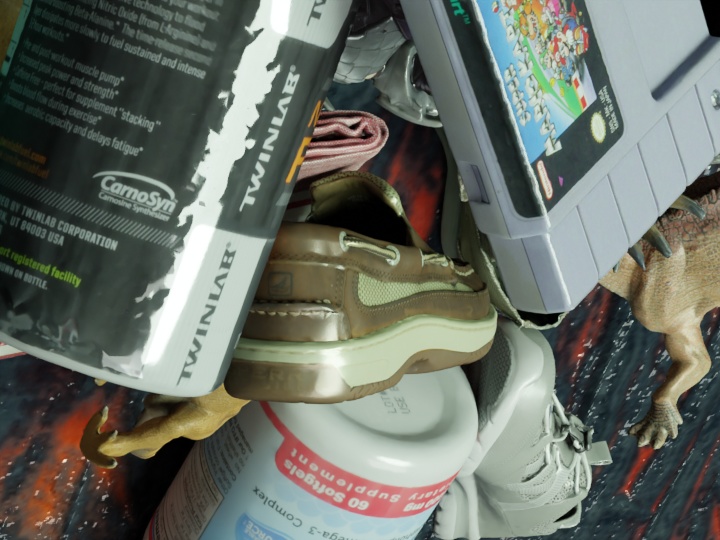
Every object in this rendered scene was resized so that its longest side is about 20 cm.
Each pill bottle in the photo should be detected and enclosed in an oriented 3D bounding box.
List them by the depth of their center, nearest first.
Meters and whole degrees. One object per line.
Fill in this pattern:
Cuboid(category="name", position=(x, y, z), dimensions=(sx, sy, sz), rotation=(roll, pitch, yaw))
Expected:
Cuboid(category="pill bottle", position=(-0.063, -0.067, 0.950), dimensions=(0.106, 0.106, 0.200), rotation=(14, 99, -48))
Cuboid(category="pill bottle", position=(-0.034, 0.115, 1.313), dimensions=(0.109, 0.109, 0.200), rotation=(-2, 136, -38))

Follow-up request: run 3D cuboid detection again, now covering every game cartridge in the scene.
Cuboid(category="game cartridge", position=(0.061, -0.101, 0.933), dimensions=(0.130, 0.038, 0.200), rotation=(-47, 126, -45))

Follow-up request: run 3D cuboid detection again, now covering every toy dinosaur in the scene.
Cuboid(category="toy dinosaur", position=(0.154, -0.018, 1.191), dimensions=(0.200, 0.086, 0.136), rotation=(-18, 133, -13))
Cuboid(category="toy dinosaur", position=(-0.073, 0.055, 1.194), dimensions=(0.106, 0.060, 0.200), rotation=(-2, 155, -39))

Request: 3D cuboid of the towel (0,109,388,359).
Cuboid(category="towel", position=(-0.089, -0.010, 1.118), dimensions=(0.144, 0.023, 0.200), rotation=(-11, 165, -26))

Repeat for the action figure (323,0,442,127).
Cuboid(category="action figure", position=(0.031, -0.105, 1.045), dimensions=(0.200, 0.069, 0.130), rotation=(-24, 166, 5))

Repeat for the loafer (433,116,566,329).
Cuboid(category="loafer", position=(0.075, -0.046, 1.233), dimensions=(0.075, 0.070, 0.200), rotation=(-26, 147, -11))

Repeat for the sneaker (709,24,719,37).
Cuboid(category="sneaker", position=(0.194, -0.075, 1.202), dimensions=(0.106, 0.200, 0.075), rotation=(-33, 104, 11))

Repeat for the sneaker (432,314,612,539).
Cuboid(category="sneaker", position=(0.081, 0.074, 1.361), dimensions=(0.082, 0.075, 0.200), rotation=(5, 159, 0))

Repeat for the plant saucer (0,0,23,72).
Cuboid(category="plant saucer", position=(-0.065, -0.135, 1.032), dimensions=(0.200, 0.035, 0.200), rotation=(-23, 146, -16))

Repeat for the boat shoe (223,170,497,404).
Cuboid(category="boat shoe", position=(0.006, 0.000, 1.068), dimensions=(0.075, 0.075, 0.202), rotation=(1, -174, 14))
